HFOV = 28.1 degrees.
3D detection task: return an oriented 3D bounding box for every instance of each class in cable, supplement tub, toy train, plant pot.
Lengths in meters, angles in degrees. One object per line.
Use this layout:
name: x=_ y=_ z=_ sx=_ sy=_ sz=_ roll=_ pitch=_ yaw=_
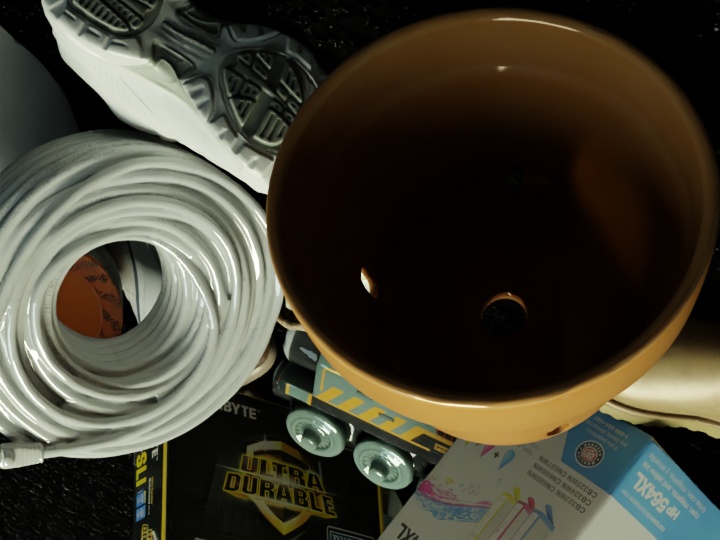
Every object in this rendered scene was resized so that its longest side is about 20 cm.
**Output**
cable: x=-0.146 y=0.016 z=0.855 sx=0.199 sy=0.201 sz=0.069 roll=4 pitch=-161 yaw=-30
supplement tub: x=-0.234 y=0.009 z=0.971 sx=0.123 sy=0.123 sz=0.200 roll=47 pitch=172 yaw=-28
toy train: x=0.032 y=0.092 z=0.977 sx=0.199 sy=0.085 sz=0.114 roll=25 pitch=137 yaw=15
plant pot: x=0.066 y=-0.004 z=0.689 sx=0.199 sy=0.201 sz=0.140 roll=19 pitch=159 yaw=18

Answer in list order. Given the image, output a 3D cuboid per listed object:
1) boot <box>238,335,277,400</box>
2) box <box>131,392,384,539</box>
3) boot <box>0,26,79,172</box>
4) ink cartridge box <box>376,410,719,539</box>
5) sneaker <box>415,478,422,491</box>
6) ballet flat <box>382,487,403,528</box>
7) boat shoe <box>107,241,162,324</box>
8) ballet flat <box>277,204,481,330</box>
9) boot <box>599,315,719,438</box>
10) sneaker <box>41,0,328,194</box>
boot: x=-0.106 y=0.097 z=1.127 sx=0.199 sy=0.071 sz=0.146 roll=-2 pitch=145 yaw=40
box: x=-0.070 y=0.175 z=1.036 sx=0.199 sy=0.160 sz=0.049 roll=21 pitch=144 yaw=-36
boot: x=-0.262 y=-0.126 z=0.920 sx=0.095 sy=0.074 sz=0.200 roll=4 pitch=133 yaw=48
ink cartridge box: x=0.102 y=0.183 z=0.859 sx=0.125 sy=0.200 sz=0.128 roll=44 pitch=172 yaw=-36
sneaker: x=0.090 y=0.243 z=1.116 sx=0.073 sy=0.116 sz=0.200 roll=-7 pitch=136 yaw=44
ballet flat: x=-0.010 y=0.196 z=1.168 sx=0.200 sy=0.071 sz=0.069 roll=33 pitch=140 yaw=-27
boat shoe: x=-0.135 y=-0.014 z=0.983 sx=0.067 sy=0.073 sz=0.200 roll=39 pitch=150 yaw=25
ballet flat: x=0.000 y=0.000 z=0.855 sx=0.067 sy=0.068 sz=0.200 roll=8 pitch=157 yaw=-26
boot: x=0.203 y=0.020 z=0.729 sx=0.174 sy=0.066 sz=0.200 roll=16 pitch=151 yaw=0
sneaker: x=-0.088 y=-0.099 z=0.804 sx=0.200 sy=0.078 sz=0.099 roll=38 pitch=159 yaw=2
